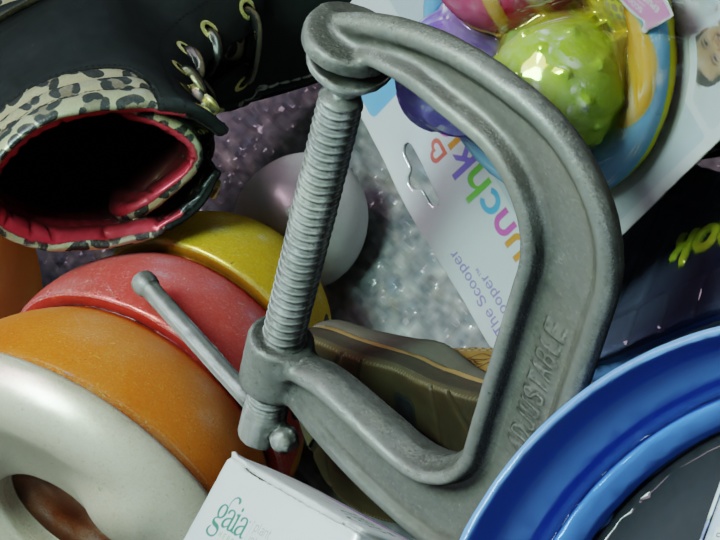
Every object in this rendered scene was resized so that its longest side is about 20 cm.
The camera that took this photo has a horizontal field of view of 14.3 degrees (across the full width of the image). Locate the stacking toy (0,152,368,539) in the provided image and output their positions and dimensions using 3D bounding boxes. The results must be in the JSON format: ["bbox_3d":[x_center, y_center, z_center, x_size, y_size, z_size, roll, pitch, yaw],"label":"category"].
[{"bbox_3d":[-0.057,0.026,0.996,0.146,0.146,0.200,-6,38,46],"label":"stacking toy"}]

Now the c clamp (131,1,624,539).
[{"bbox_3d":[0.000,0.000,0.829,0.171,0.027,0.200,47,141,23],"label":"c clamp"}]

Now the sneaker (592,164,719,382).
[{"bbox_3d":[0.125,0.012,0.828,0.200,0.082,0.074,-7,54,64],"label":"sneaker"}]

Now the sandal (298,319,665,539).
[{"bbox_3d":[0.045,0.060,0.884,0.054,0.082,0.200,-20,22,-26],"label":"sandal"}]

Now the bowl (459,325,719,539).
[{"bbox_3d":[0.107,0.112,0.732,0.200,0.039,0.201,-14,65,32],"label":"bowl"}]

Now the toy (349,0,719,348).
[{"bbox_3d":[0.051,-0.074,0.789,0.200,0.047,0.115,-45,66,41],"label":"toy"}]

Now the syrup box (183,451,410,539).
[{"bbox_3d":[-0.039,0.164,0.842,0.079,0.081,0.200,23,82,55],"label":"syrup box"}]

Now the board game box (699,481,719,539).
[{"bbox_3d":[0.185,0.028,0.642,0.199,0.041,0.200,9,70,42],"label":"board game box"}]

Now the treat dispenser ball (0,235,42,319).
[{"bbox_3d":[-0.221,0.017,1.101,0.201,0.201,0.201,-30,39,27],"label":"treat dispenser ball"}]

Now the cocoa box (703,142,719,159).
[{"bbox_3d":[0.144,-0.119,0.832,0.200,0.131,0.134,-19,85,37],"label":"cocoa box"}]

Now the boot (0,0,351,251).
[{"bbox_3d":[-0.059,-0.065,1.030,0.203,0.074,0.154,-9,27,-15],"label":"boot"}]
